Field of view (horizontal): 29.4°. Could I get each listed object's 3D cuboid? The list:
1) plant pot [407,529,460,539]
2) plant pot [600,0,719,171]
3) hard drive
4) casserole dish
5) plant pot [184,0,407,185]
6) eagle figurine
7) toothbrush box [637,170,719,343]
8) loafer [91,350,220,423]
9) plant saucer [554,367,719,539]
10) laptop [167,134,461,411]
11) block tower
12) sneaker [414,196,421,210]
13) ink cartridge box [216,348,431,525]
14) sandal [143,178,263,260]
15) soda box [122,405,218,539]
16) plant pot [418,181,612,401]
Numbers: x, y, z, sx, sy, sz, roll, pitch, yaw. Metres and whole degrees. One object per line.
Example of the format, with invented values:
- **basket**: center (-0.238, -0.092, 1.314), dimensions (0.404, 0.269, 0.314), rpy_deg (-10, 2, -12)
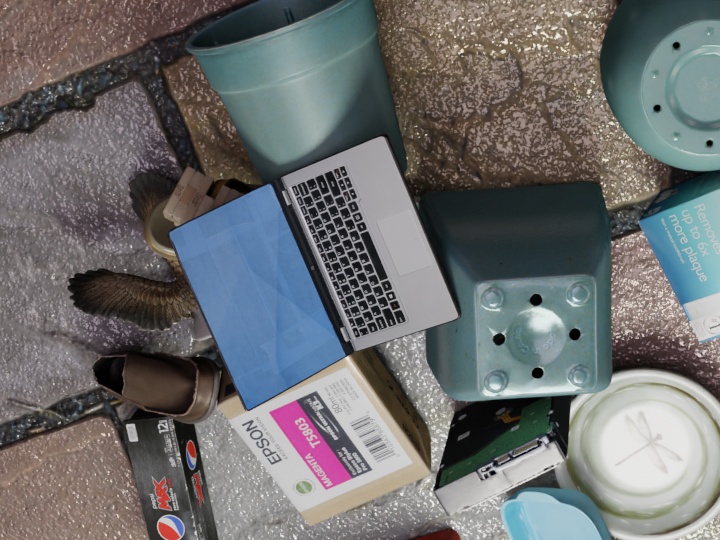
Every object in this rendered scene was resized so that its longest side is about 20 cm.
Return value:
- **plant pot**: center (0.040, 0.442, 1.545), dimensions (0.198, 0.176, 0.202), rpy_deg (-18, 102, 15)
- **plant pot**: center (0.329, -0.186, 1.309), dimensions (0.198, 0.161, 0.203), rpy_deg (3, 107, 9)
- **hard drive**: center (0.152, 0.173, 1.430), dimensions (0.139, 0.200, 0.038), rpy_deg (-29, 99, 17)
- **casserole dish**: center (0.230, 0.309, 1.511), dimensions (0.120, 0.039, 0.202), rpy_deg (-3, 123, 38)
- **plant pot**: center (-0.050, -0.171, 1.381), dimensions (0.198, 0.201, 0.198), rpy_deg (-14, 112, 14)
- **eagle figurine**: center (-0.205, 0.009, 1.491), dimensions (0.199, 0.152, 0.151), rpy_deg (35, 130, -6)
- **toothbrush box**: center (0.400, -0.035, 1.352), dimensions (0.199, 0.085, 0.148), rpy_deg (-22, 102, 35)
- **loafer**: center (-0.229, 0.126, 1.506), dimensions (0.199, 0.070, 0.074), rpy_deg (-1, 80, 46)
- **plant saucer**: center (0.308, 0.194, 1.486), dimensions (0.197, 0.050, 0.203), rpy_deg (3, 106, 10)
- **laptop**: center (-0.041, 0.003, 1.287), dimensions (0.198, 0.116, 0.189), rpy_deg (-19, 99, 30)
- **block tower**: center (-0.097, -0.033, 1.382), dimensions (0.198, 0.054, 0.058), rpy_deg (29, 81, -1)
- **sneaker**: center (0.000, 0.000, 1.470), dimensions (0.200, 0.082, 0.074), rpy_deg (-41, 97, 19)
- **ink cartridge box**: center (-0.037, 0.165, 1.504), dimensions (0.163, 0.075, 0.201), rpy_deg (-26, 118, 16)
- **sandal**: center (-0.132, -0.064, 1.441), dimensions (0.198, 0.081, 0.054), rpy_deg (-9, 151, -20)
- **soda box**: center (-0.218, 0.250, 1.592), dimensions (0.062, 0.071, 0.203), rpy_deg (-6, 106, 11)
- **plant pot**: center (0.165, 0.036, 1.370), dimensions (0.193, 0.200, 0.199), rpy_deg (-4, 107, 0)
